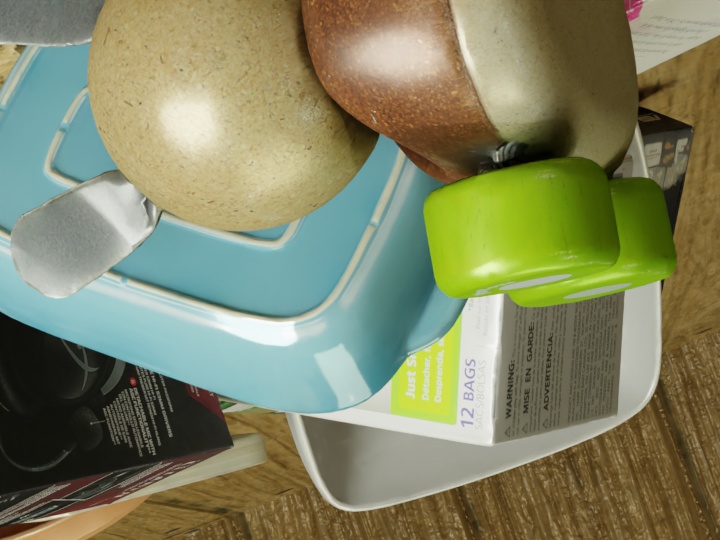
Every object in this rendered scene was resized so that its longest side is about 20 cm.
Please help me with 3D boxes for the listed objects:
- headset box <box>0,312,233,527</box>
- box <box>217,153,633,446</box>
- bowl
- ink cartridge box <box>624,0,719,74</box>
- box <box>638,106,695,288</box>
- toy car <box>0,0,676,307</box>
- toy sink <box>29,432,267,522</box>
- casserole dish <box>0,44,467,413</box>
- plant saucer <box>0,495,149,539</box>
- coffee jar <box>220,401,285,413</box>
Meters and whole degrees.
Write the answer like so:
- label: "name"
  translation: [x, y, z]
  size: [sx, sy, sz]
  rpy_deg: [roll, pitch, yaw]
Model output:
- label: "headset box"
  translation: [-0.143, 0.020, 1.070]
  size: [0.077, 0.150, 0.199]
  rpy_deg: [-25, 171, 33]
- label: "box"
  translation: [0.000, 0.000, 1.153]
  size: [0.199, 0.113, 0.101]
  rpy_deg: [8, -172, 34]
- label: "bowl"
  translation: [0.041, 0.000, 1.367]
  size: [0.198, 0.201, 0.075]
  rpy_deg: [-18, -148, -15]
- label: "ink cartridge box"
  translation: [0.097, -0.116, 1.045]
  size: [0.199, 0.068, 0.115]
  rpy_deg: [-25, 170, 27]
- label: "box"
  translation: [0.091, 0.002, 1.508]
  size: [0.049, 0.162, 0.199]
  rpy_deg: [22, -158, 38]
- label: "toy car"
  translation: [-0.022, -0.060, 0.860]
  size: [0.199, 0.166, 0.158]
  rpy_deg: [-13, 174, 17]
- label: "toy sink"
  translation: [-0.157, 0.050, 1.260]
  size: [0.130, 0.113, 0.199]
  rpy_deg: [-13, -178, -42]
- label: "casserole dish"
  translation: [-0.055, -0.028, 0.944]
  size: [0.199, 0.122, 0.039]
  rpy_deg: [18, 162, 22]
- label: "plant saucer"
  translation: [-0.168, 0.096, 1.503]
  size: [0.199, 0.032, 0.201]
  rpy_deg: [-20, -152, 11]
- label: "coffee jar"
  translation: [-0.077, 0.027, 1.415]
  size: [0.085, 0.105, 0.200]
  rpy_deg: [-23, 171, 29]
